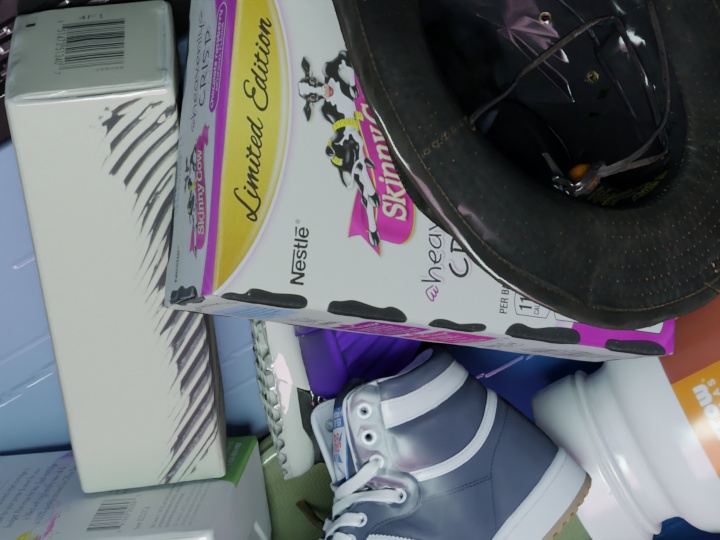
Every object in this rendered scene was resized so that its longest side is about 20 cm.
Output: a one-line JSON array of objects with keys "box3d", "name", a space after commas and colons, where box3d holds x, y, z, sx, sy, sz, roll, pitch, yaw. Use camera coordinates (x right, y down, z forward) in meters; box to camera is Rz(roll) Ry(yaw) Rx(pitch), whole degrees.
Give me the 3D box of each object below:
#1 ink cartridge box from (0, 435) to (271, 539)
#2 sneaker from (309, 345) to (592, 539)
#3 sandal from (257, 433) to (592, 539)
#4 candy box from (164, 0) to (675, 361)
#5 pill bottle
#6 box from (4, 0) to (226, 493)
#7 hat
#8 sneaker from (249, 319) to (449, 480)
[{"box3d": [-0.148, 0.133, 0.815, 0.199, 0.117, 0.068, -5, 105, 9], "name": "ink cartridge box"}, {"box3d": [-0.003, 0.119, 0.746, 0.109, 0.070, 0.200, 47, 68, -5], "name": "sneaker"}, {"box3d": [0.032, 0.112, 0.874, 0.200, 0.057, 0.080, 1, 124, -5], "name": "sandal"}, {"box3d": [0.030, -0.042, 0.707, 0.199, 0.061, 0.137, 7, 81, -23], "name": "candy box"}, {"box3d": [0.184, 0.049, 0.815, 0.199, 0.112, 0.112, -29, 122, 12], "name": "pill bottle"}, {"box3d": [-0.101, -0.007, 0.768, 0.068, 0.082, 0.201, -6, 126, -2], "name": "box"}, {"box3d": [0.053, -0.066, 0.637, 0.200, 0.202, 0.081, 28, 149, -22], "name": "hat"}, {"box3d": [0.000, 0.000, 0.796, 0.099, 0.070, 0.201, -9, 128, -8], "name": "sneaker"}]
